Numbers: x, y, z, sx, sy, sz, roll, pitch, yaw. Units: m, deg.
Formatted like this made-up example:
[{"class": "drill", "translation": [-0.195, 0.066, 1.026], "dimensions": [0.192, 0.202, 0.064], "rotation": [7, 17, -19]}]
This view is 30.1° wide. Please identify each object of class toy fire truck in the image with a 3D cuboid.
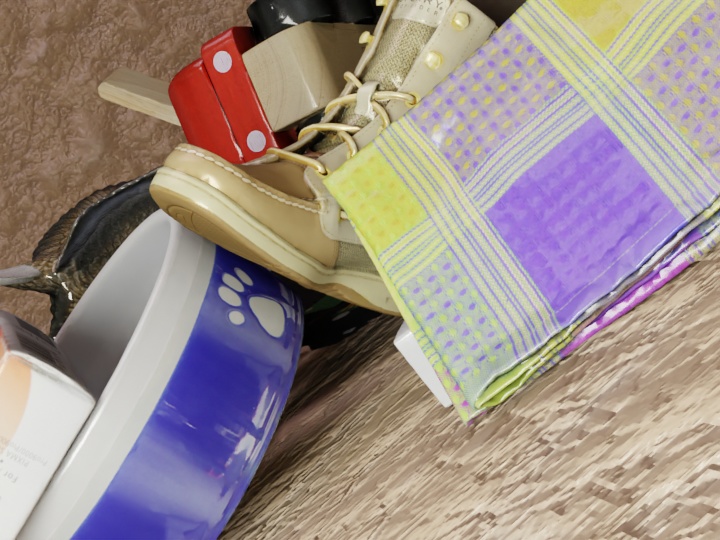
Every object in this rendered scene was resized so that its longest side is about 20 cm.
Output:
[{"class": "toy fire truck", "translation": [-0.074, -0.105, 0.823], "dimensions": [0.198, 0.130, 0.176], "rotation": [-24, 0, 24]}]

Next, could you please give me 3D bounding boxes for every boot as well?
[{"class": "boot", "translation": [-0.004, -0.069, 0.634], "dimensions": [0.199, 0.072, 0.157], "rotation": [22, -86, -55]}]

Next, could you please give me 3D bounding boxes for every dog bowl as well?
[{"class": "dog bowl", "translation": [-0.114, 0.074, 0.665], "dimensions": [0.201, 0.078, 0.201], "rotation": [-49, 20, 24]}]

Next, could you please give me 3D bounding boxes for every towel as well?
[{"class": "towel", "translation": [0.084, -0.053, 0.523], "dimensions": [0.199, 0.144, 0.023], "rotation": [-40, -37, 14]}]

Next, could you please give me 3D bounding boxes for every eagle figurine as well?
[{"class": "eagle figurine", "translation": [-0.166, -0.009, 0.936], "dimensions": [0.202, 0.150, 0.151], "rotation": [-63, -23, -16]}]

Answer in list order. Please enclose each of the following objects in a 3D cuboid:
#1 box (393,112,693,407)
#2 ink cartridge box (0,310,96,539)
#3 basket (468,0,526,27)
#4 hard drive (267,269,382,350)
[{"class": "box", "translation": [0.099, -0.028, 0.630], "dimensions": [0.155, 0.041, 0.200], "rotation": [-39, 4, 17]}, {"class": "ink cartridge box", "translation": [-0.200, 0.119, 0.614], "dimensions": [0.201, 0.050, 0.162], "rotation": [-57, 18, -6]}, {"class": "basket", "translation": [0.120, -0.153, 0.766], "dimensions": [0.198, 0.138, 0.179], "rotation": [-27, -25, 30]}, {"class": "hard drive", "translation": [0.000, 0.000, 0.836], "dimensions": [0.199, 0.038, 0.139], "rotation": [-34, -13, 38]}]
